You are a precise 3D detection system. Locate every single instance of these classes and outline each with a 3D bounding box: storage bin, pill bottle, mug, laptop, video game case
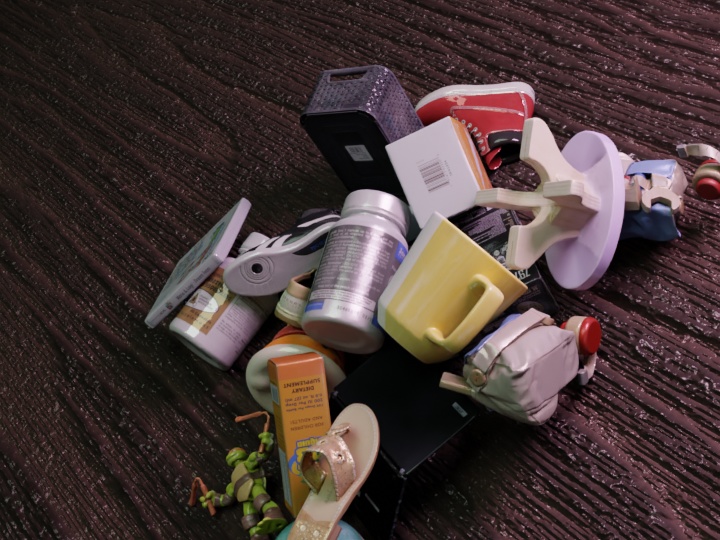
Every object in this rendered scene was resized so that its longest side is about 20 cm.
[{"bbox_3d":[0.013,-0.214,1.504,0.135,0.200,0.094,2,57,32],"label":"storage bin"},{"bbox_3d":[0.000,0.000,1.288,0.114,0.114,0.200,1,62,32],"label":"pill bottle"},{"bbox_3d":[0.096,0.029,1.172,0.149,0.187,0.153,42,95,14],"label":"mug"},{"bbox_3d":[0.042,0.216,1.224,0.103,0.200,0.177,-9,34,-31],"label":"laptop"},{"bbox_3d":[-0.193,0.044,1.489,0.114,0.114,0.200,22,69,41],"label":"pill bottle"},{"bbox_3d":[-0.260,-0.015,1.550,0.182,0.024,0.200,-41,18,25],"label":"video game case"}]

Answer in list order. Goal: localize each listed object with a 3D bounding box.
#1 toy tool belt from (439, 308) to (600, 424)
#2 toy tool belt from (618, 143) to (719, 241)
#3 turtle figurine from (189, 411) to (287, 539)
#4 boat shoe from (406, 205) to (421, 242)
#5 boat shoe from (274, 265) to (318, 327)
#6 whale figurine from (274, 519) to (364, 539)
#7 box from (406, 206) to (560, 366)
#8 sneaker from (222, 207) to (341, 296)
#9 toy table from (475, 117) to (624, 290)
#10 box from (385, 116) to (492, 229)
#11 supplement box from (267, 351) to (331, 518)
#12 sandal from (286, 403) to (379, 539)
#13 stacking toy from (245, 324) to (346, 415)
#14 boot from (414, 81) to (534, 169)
[{"bbox_3d":[0.192,0.102,1.159,0.123,0.125,0.200,5,23,39],"label":"toy tool belt"},{"bbox_3d":[0.365,-0.080,1.230,0.200,0.125,0.123,-1,42,41],"label":"toy tool belt"},{"bbox_3d":[-0.155,0.302,1.300,0.200,0.064,0.161,-48,45,22],"label":"turtle figurine"},{"bbox_3d":[0.021,-0.078,1.491,0.202,0.075,0.086,-19,45,31],"label":"boat shoe"},{"bbox_3d":[-0.045,0.026,1.373,0.074,0.200,0.067,27,114,18],"label":"boat shoe"},{"bbox_3d":[-0.065,0.388,1.145,0.159,0.104,0.200,-2,53,30],"label":"whale figurine"},{"bbox_3d":[0.147,0.016,1.322,0.200,0.086,0.164,-27,47,12],"label":"box"},{"bbox_3d":[-0.108,-0.031,1.444,0.200,0.073,0.112,-21,24,5],"label":"sneaker"},{"bbox_3d":[0.242,-0.083,1.194,0.184,0.117,0.200,-21,64,57],"label":"toy table"},{"bbox_3d":[0.118,-0.137,1.361,0.097,0.200,0.125,-24,91,13],"label":"box"},{"bbox_3d":[-0.072,0.209,1.231,0.066,0.200,0.069,-8,5,-15],"label":"supplement box"},{"bbox_3d":[-0.040,0.237,1.130,0.077,0.070,0.212,3,57,32],"label":"sandal"},{"bbox_3d":[-0.072,0.104,1.377,0.146,0.146,0.200,-13,35,23],"label":"stacking toy"},{"bbox_3d":[0.168,-0.217,1.507,0.200,0.072,0.145,-3,56,25],"label":"boot"}]
